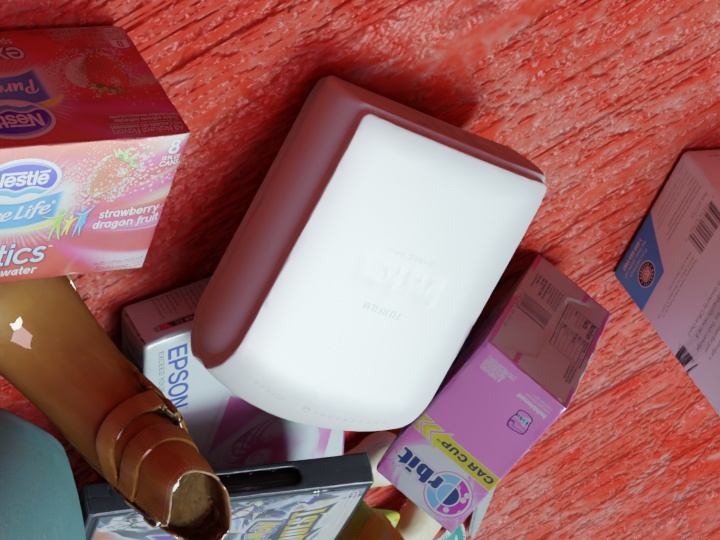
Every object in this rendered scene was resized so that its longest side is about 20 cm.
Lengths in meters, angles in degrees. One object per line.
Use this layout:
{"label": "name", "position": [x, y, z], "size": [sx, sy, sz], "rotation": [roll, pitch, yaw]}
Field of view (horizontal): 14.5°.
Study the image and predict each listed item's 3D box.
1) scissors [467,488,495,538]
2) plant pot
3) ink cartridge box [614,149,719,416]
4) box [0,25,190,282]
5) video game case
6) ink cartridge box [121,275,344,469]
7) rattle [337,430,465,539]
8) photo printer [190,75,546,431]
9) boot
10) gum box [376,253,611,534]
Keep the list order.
{"label": "scissors", "position": [0.105, 0.122, 2.008], "size": [0.073, 0.014, 0.200], "rotation": [-25, 142, -16]}
{"label": "plant pot", "position": [-0.239, 0.147, 1.638], "size": [0.200, 0.200, 0.135], "rotation": [45, 61, -54]}
{"label": "ink cartridge box", "position": [0.264, 0.027, 1.863], "size": [0.068, 0.200, 0.116], "rotation": [-3, 135, -36]}
{"label": "box", "position": [-0.203, -0.058, 1.478], "size": [0.200, 0.096, 0.100], "rotation": [-6, 135, -34]}
{"label": "video game case", "position": [-0.101, 0.169, 1.800], "size": [0.180, 0.026, 0.200], "rotation": [-5, 157, -17]}
{"label": "ink cartridge box", "position": [-0.054, 0.068, 1.795], "size": [0.200, 0.043, 0.197], "rotation": [-19, 142, -19]}
{"label": "rattle", "position": [0.043, 0.207, 1.958], "size": [0.130, 0.143, 0.200], "rotation": [-47, 141, -14]}
{"label": "photo printer", "position": [0.000, 0.000, 1.685], "size": [0.166, 0.069, 0.200], "rotation": [20, 105, -38]}
{"label": "boot", "position": [-0.150, 0.073, 1.619], "size": [0.074, 0.155, 0.200], "rotation": [-44, 146, 1]}
{"label": "gum box", "position": [0.089, 0.074, 1.814], "size": [0.114, 0.066, 0.200], "rotation": [-50, 180, 22]}
